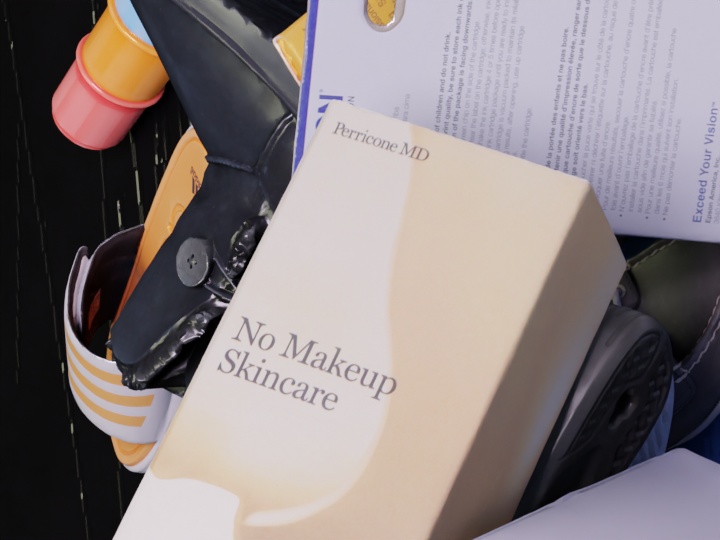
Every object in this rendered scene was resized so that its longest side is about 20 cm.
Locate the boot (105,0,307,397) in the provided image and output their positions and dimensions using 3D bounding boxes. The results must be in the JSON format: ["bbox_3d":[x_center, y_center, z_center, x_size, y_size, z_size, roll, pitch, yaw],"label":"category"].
[{"bbox_3d":[-0.067,-0.036,1.265,0.200,0.076,0.168,45,114,34],"label":"boot"}]

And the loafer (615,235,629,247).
[{"bbox_3d":[0.056,-0.090,1.205,0.063,0.072,0.201,-46,57,45],"label":"loafer"}]

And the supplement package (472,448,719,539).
[{"bbox_3d":[0.105,0.192,1.009,0.147,0.191,0.201,23,108,25],"label":"supplement package"}]

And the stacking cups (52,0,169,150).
[{"bbox_3d":[-0.090,-0.133,1.390,0.200,0.060,0.061,-48,54,39],"label":"stacking cups"}]

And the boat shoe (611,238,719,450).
[{"bbox_3d":[0.086,0.050,1.168,0.200,0.057,0.067,-50,52,38],"label":"boat shoe"}]

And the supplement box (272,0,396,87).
[{"bbox_3d":[0.066,-0.119,1.124,0.200,0.067,0.069,-41,70,11],"label":"supplement box"}]

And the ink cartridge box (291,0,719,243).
[{"bbox_3d":[0.081,-0.111,1.058,0.043,0.199,0.197,-93,9,-67],"label":"ink cartridge box"}]

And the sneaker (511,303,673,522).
[{"bbox_3d":[0.015,0.083,1.061,0.114,0.076,0.200,27,80,35],"label":"sneaker"}]

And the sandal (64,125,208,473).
[{"bbox_3d":[-0.106,0.010,1.380,0.207,0.059,0.079,110,146,-42],"label":"sandal"}]

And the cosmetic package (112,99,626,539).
[{"bbox_3d":[0.000,0.055,0.991,0.105,0.071,0.201,17,72,22],"label":"cosmetic package"}]

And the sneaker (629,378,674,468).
[{"bbox_3d":[0.049,0.114,1.117,0.082,0.074,0.201,15,77,36],"label":"sneaker"}]
